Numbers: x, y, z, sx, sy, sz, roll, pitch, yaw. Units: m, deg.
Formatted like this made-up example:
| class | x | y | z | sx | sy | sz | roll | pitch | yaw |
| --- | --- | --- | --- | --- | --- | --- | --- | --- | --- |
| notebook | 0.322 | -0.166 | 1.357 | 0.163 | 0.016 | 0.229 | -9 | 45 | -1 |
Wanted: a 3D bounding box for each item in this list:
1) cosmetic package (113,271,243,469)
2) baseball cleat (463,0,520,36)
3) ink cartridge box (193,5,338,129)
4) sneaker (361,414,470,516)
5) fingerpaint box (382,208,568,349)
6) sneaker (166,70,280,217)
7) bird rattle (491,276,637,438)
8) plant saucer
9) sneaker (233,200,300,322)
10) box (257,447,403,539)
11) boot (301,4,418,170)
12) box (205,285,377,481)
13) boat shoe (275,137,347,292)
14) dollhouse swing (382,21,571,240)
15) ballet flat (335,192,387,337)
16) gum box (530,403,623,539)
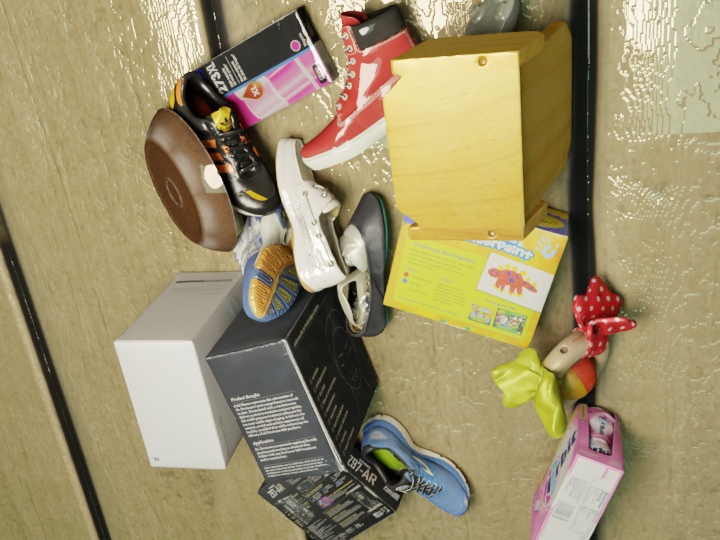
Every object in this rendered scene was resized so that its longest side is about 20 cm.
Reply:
| class | x | y | z | sx | sy | sz | roll | pitch | yaw |
| --- | --- | --- | --- | --- | --- | --- | --- | --- | --- |
| cosmetic package | -0.226 | 0.135 | 1.113 | 0.121 | 0.201 | 0.202 | -1 | 116 | 16 |
| baseball cleat | 0.151 | -0.219 | 0.913 | 0.105 | 0.070 | 0.203 | 13 | 108 | -33 |
| ink cartridge box | -0.133 | -0.242 | 0.995 | 0.198 | 0.037 | 0.096 | -21 | 109 | 26 |
| sneaker | 0.076 | 0.308 | 1.174 | 0.199 | 0.089 | 0.079 | 36 | 121 | -4 |
| fingerpaint box | 0.144 | -0.014 | 1.004 | 0.197 | 0.074 | 0.169 | 16 | 120 | 7 |
| sneaker | -0.169 | -0.156 | 0.980 | 0.201 | 0.070 | 0.090 | 50 | 152 | 5 |
| bird rattle | 0.265 | 0.114 | 1.006 | 0.112 | 0.201 | 0.163 | 34 | 167 | 32 |
| plant saucer | -0.228 | -0.107 | 1.018 | 0.200 | 0.036 | 0.202 | 42 | 150 | 31 |
| sneaker | -0.126 | -0.012 | 1.023 | 0.087 | 0.202 | 0.075 | -19 | 133 | 31 |
| box | -0.050 | 0.347 | 1.234 | 0.160 | 0.044 | 0.200 | 40 | 131 | -5 |
| boot | -0.015 | -0.220 | 0.938 | 0.198 | 0.073 | 0.145 | -30 | 115 | 19 |
| box | -0.083 | 0.137 | 1.063 | 0.122 | 0.200 | 0.199 | -13 | 112 | 21 |
| boat shoe | -0.056 | -0.078 | 1.009 | 0.068 | 0.071 | 0.203 | -15 | 87 | 20 |
| dollhouse swing | 0.137 | -0.165 | 0.868 | 0.179 | 0.177 | 0.203 | 1 | 122 | 17 |
| ballet flat | 0.000 | 0.000 | 1.043 | 0.072 | 0.073 | 0.203 | 4 | 114 | 14 |
| gum box | 0.297 | 0.293 | 1.088 | 0.065 | 0.114 | 0.203 | 18 | 120 | 6 |
